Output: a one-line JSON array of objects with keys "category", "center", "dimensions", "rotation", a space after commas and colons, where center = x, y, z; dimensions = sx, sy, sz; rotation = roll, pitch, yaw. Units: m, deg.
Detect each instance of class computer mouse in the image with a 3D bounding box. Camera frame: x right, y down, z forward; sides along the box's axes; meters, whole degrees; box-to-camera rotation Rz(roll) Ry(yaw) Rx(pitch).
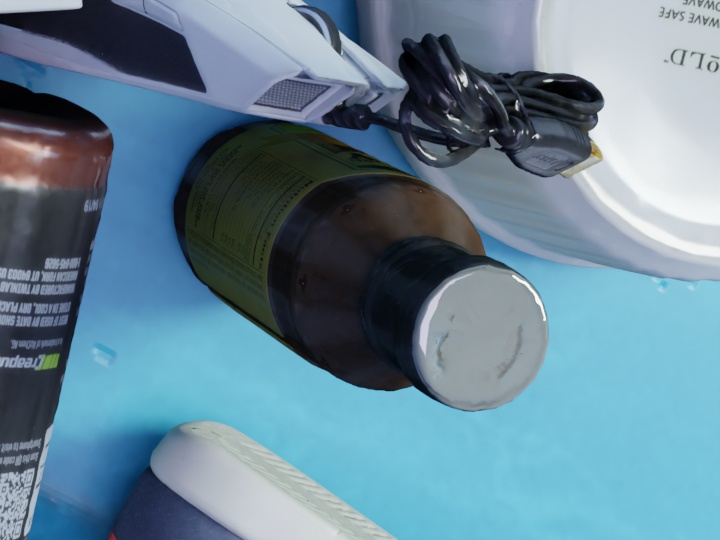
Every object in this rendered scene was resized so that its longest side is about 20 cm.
[{"category": "computer mouse", "center": [-0.027, -0.067, 0.859], "dimensions": [0.109, 0.199, 0.044], "rotation": [1, 103, -58]}]

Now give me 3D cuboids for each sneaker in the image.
[{"category": "sneaker", "center": [0.003, 0.135, 0.946], "dimensions": [0.199, 0.075, 0.085], "rotation": [34, 95, 4]}]

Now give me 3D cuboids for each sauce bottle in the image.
[{"category": "sauce bottle", "center": [0.000, 0.000, 0.870], "dimensions": [0.064, 0.200, 0.065], "rotation": [-5, 104, -20]}]

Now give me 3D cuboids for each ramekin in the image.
[{"category": "ramekin", "center": [0.107, -0.090, 0.935], "dimensions": [0.201, 0.094, 0.204], "rotation": [-6, 107, -20]}]

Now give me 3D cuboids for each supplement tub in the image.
[{"category": "supplement tub", "center": [-0.144, 0.041, 0.881], "dimensions": [0.106, 0.107, 0.201], "rotation": [11, 98, -20]}]

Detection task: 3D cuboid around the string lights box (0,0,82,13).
[{"category": "string lights box", "center": [-0.128, -0.178, 0.835], "dimensions": [0.059, 0.102, 0.201], "rotation": [-10, 107, -50]}]
